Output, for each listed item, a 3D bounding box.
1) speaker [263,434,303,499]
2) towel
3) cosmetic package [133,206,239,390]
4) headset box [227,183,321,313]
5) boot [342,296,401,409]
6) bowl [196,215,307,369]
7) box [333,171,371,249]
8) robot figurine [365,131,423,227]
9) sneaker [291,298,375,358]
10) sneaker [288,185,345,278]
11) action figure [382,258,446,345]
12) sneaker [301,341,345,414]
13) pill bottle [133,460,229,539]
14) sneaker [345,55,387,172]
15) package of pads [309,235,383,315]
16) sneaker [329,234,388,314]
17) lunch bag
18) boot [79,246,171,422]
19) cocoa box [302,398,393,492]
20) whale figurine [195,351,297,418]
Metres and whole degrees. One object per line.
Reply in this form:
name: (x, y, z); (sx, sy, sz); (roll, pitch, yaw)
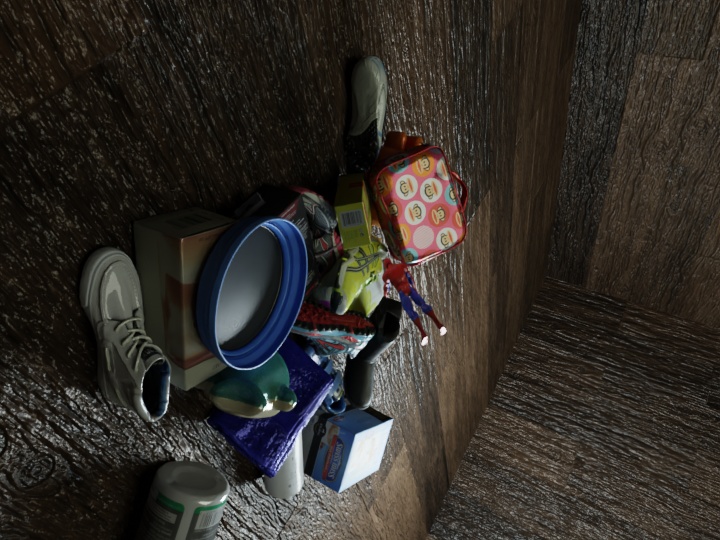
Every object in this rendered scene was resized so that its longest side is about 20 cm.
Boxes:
speaker: (-0.148, 0.330, 0.983); (0.081, 0.080, 0.204); (-36, 136, -47)
towel: (-0.142, 0.220, 0.881); (0.148, 0.049, 0.201); (45, 57, -13)
cosmetic package: (-0.218, 0.033, 0.668); (0.103, 0.086, 0.204); (-31, 132, -54)
headset box: (-0.143, -0.018, 0.787); (0.149, 0.076, 0.202); (-50, 145, -36)
boot: (0.027, 0.168, 1.037); (0.200, 0.064, 0.168); (129, -38, -53)
bowl: (-0.138, 0.027, 0.684); (0.201, 0.039, 0.204); (-46, 144, -49)
box: (-0.010, -0.108, 0.889); (0.201, 0.049, 0.077); (-85, 164, -67)
robot figurine: (0.066, -0.171, 1.041); (0.143, 0.115, 0.204); (-9, 113, -62)
sneaker: (-0.072, 0.118, 0.936); (0.197, 0.080, 0.096); (16, 119, -24)
sneaker: (-0.079, -0.060, 0.877); (0.075, 0.080, 0.201); (-54, 148, -25)
action figure: (0.098, 0.064, 1.051); (0.064, 0.202, 0.100); (-25, 149, -8)
sneaker: (-0.074, 0.216, 1.049); (0.074, 0.081, 0.202); (-48, 144, -32)
pill bottle: (-0.272, 0.397, 0.759); (0.113, 0.112, 0.204); (18, 90, -62)
sneaker: (0.015, -0.276, 0.934); (0.073, 0.071, 0.203); (-46, 147, -54)
package of pads: (-0.023, 0.039, 1.051); (0.200, 0.067, 0.157); (-43, 141, -42)
sneaker: (0.000, 0.000, 0.928); (0.076, 0.075, 0.202); (112, 0, -47)
lunch bag: (0.116, -0.126, 0.962); (0.174, 0.082, 0.203); (-24, 110, -11)
boot: (-0.261, 0.078, 0.606); (0.073, 0.094, 0.204); (-32, 133, -50)
cocoa box: (-0.035, 0.382, 1.167); (0.199, 0.129, 0.136); (10, 98, -62)
whale figurine: (-0.164, 0.156, 0.755); (0.200, 0.156, 0.106); (135, -29, -81)
